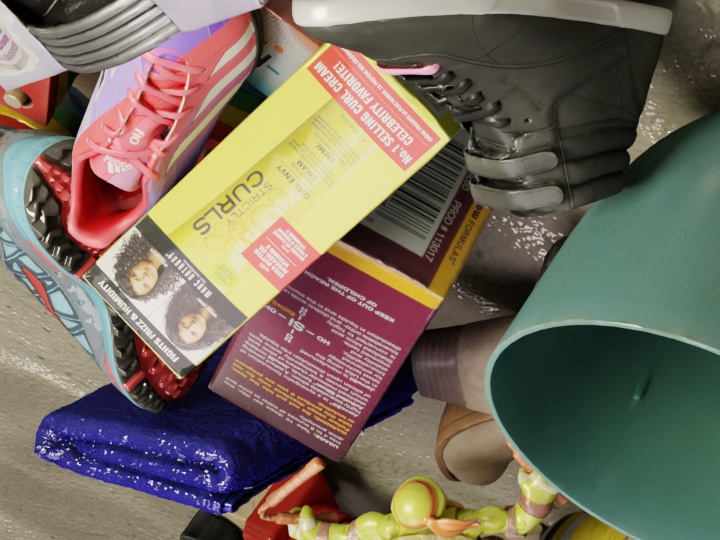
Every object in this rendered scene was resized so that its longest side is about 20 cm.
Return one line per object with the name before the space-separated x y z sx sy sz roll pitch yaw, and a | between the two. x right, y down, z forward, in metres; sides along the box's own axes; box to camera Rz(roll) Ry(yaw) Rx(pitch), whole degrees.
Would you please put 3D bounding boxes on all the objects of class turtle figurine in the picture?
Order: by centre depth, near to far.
turtle figurine | 0.056 0.149 1.496 0.200 0.064 0.161 -13 152 14

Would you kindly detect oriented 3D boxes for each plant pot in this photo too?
plant pot | 0.179 0.023 1.230 0.201 0.161 0.201 21 151 13

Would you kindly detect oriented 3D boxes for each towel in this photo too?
towel | -0.071 0.084 1.538 0.148 0.200 0.050 7 108 35

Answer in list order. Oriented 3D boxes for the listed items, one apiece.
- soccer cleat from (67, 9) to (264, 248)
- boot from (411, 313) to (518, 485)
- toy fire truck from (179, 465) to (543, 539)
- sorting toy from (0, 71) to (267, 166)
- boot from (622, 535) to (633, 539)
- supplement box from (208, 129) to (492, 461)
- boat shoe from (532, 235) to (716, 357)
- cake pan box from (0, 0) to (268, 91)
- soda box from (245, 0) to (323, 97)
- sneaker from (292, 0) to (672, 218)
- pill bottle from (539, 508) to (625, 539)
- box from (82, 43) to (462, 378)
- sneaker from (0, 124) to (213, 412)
soccer cleat | -0.097 -0.079 1.266 0.068 0.073 0.200 30 149 0
boot | 0.114 0.079 1.493 0.146 0.070 0.200 5 159 17
toy fire truck | 0.011 0.197 1.743 0.200 0.129 0.176 24 154 29
sorting toy | -0.126 -0.077 1.439 0.200 0.070 0.199 26 152 4
boot | 0.214 0.157 1.395 0.155 0.200 0.074 23 -176 9
supplement box | 0.000 0.000 1.396 0.086 0.110 0.200 29 148 0
boat shoe | 0.177 0.042 1.359 0.200 0.073 0.065 22 157 13
cake pan box | -0.068 -0.168 1.096 0.052 0.200 0.184 45 146 -24
soda box | -0.057 -0.145 1.270 0.200 0.064 0.068 37 151 -14
sneaker | 0.053 -0.072 1.148 0.200 0.099 0.071 1 -173 -40
pill bottle | 0.193 0.180 1.532 0.112 0.112 0.200 40 151 -20
box | -0.038 -0.036 1.251 0.075 0.050 0.200 47 121 -4
sneaker | -0.144 -0.008 1.438 0.096 0.079 0.200 24 151 42
